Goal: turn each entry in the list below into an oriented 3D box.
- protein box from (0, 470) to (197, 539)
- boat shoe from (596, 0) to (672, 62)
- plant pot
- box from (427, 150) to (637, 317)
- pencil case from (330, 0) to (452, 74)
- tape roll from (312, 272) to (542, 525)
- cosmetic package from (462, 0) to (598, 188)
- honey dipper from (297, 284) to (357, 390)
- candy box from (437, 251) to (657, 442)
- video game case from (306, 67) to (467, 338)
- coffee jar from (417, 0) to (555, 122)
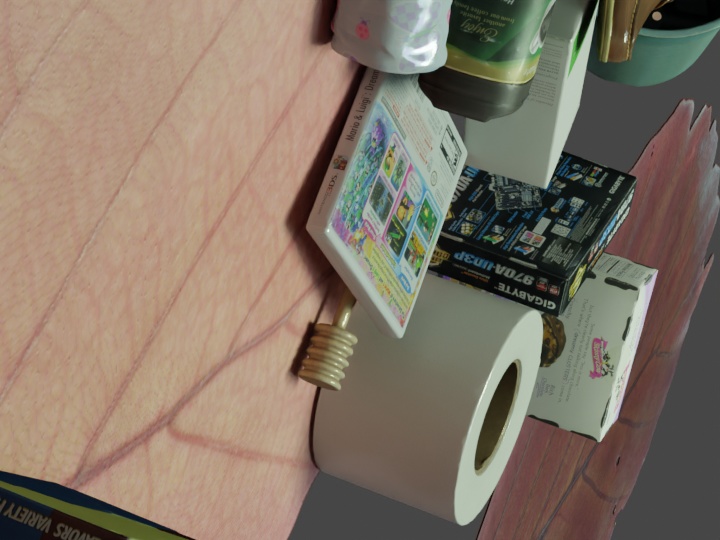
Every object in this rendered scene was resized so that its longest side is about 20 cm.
[{"bbox_3d":[-0.185,0.224,0.985,0.199,0.135,0.200,40,69,-72],"label":"protein box"},{"bbox_3d":[0.236,-0.251,1.452,0.072,0.067,0.200,90,17,-60],"label":"boat shoe"},{"bbox_3d":[0.258,-0.267,1.617,0.196,0.200,0.200,90,23,-76],"label":"plant pot"},{"bbox_3d":[0.150,-0.050,1.660,0.200,0.159,0.046,-50,155,-49],"label":"box"},{"bbox_3d":[0.036,-0.237,1.253,0.091,0.083,0.200,-23,130,-46],"label":"pencil case"},{"bbox_3d":[0.061,0.108,1.593,0.203,0.139,0.203,18,90,-73],"label":"tape roll"},{"bbox_3d":[0.142,-0.175,1.504,0.200,0.085,0.108,89,21,-58],"label":"cosmetic package"},{"bbox_3d":[0.000,0.000,1.471,0.038,0.038,0.200,54,55,-69],"label":"honey dipper"},{"bbox_3d":[0.171,0.052,1.761,0.072,0.200,0.168,-35,141,-61],"label":"candy box"},{"bbox_3d":[0.026,-0.067,1.436,0.182,0.024,0.200,-69,155,-19],"label":"video game case"},{"bbox_3d":[0.105,-0.214,1.337,0.104,0.085,0.200,-50,156,-68],"label":"coffee jar"}]
